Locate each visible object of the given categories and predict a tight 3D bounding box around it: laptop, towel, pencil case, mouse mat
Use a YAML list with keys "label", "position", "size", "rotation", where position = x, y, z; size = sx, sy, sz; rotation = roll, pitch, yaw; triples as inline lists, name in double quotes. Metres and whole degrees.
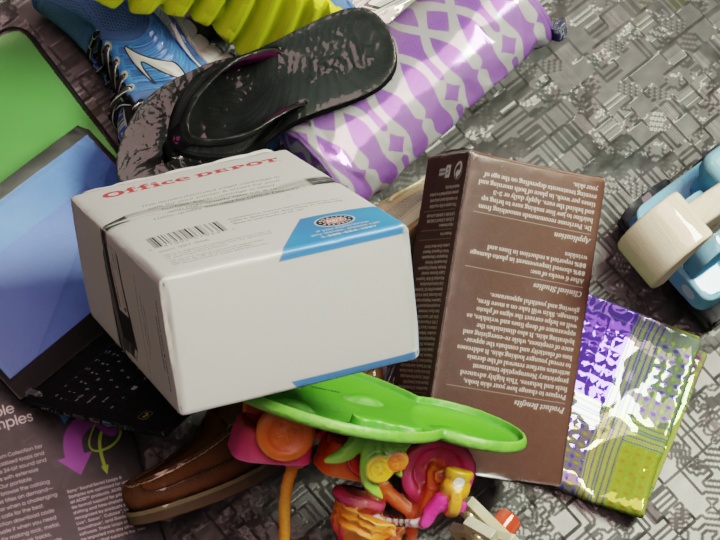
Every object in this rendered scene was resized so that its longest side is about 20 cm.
- label: "laptop"
  position: [-0.151, 0.001, 1.407]
  size: [0.200, 0.103, 0.177]
  rotation: [9, 40, 41]
- label: "towel"
  position: [0.120, 0.068, 1.492]
  size: [0.200, 0.023, 0.144]
  rotation: [25, 67, 2]
- label: "pencil case"
  position: [0.038, -0.125, 1.494]
  size: [0.200, 0.086, 0.084]
  rotation: [-40, 74, -9]
- label: "mouse mat"
  position: [-0.238, -0.055, 1.498]
  size: [0.161, 0.008, 0.200]
  rotation: [-34, 77, -18]

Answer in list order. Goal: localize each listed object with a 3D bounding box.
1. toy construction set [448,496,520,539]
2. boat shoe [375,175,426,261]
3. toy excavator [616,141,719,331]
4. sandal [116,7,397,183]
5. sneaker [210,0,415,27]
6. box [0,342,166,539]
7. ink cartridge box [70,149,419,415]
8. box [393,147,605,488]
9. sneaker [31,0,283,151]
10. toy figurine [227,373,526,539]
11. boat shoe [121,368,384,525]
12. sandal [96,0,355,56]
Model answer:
- label: "toy construction set"
  position: [0.049, 0.243, 1.385]
  size: [0.131, 0.092, 0.200]
  rotation: [38, 80, 7]
- label: "boat shoe"
  position: [0.000, 0.000, 1.482]
  size: [0.200, 0.065, 0.072]
  rotation: [-35, 122, -4]
- label: "toy excavator"
  position: [0.230, -0.036, 1.451]
  size: [0.194, 0.200, 0.100]
  rotation: [-35, 77, -19]
- label: "sandal"
  position: [-0.072, -0.111, 1.430]
  size: [0.200, 0.048, 0.075]
  rotation: [-30, 81, 2]
- label: "sneaker"
  position: [-0.012, -0.181, 1.540]
  size: [0.200, 0.076, 0.088]
  rotation: [-9, 70, -10]
- label: "box"
  position: [-0.201, 0.157, 1.407]
  size: [0.143, 0.036, 0.200]
  rotation: [-14, 73, -15]
- label: "ink cartridge box"
  position: [-0.071, 0.001, 1.294]
  size: [0.144, 0.200, 0.084]
  rotation: [-13, 109, -18]
- label: "box"
  position: [0.085, 0.031, 1.418]
  size: [0.100, 0.075, 0.200]
  rotation: [11, 84, -20]
- label: "sneaker"
  position: [-0.145, -0.131, 1.502]
  size: [0.200, 0.079, 0.089]
  rotation: [37, 66, 7]
- label: "toy figurine"
  position: [-0.020, 0.160, 1.322]
  size: [0.200, 0.150, 0.184]
  rotation: [13, 100, -14]
- label: "boat shoe"
  position: [-0.072, 0.095, 1.411]
  size: [0.200, 0.072, 0.068]
  rotation: [-26, 99, -33]
- label: "sandal"
  position: [-0.086, -0.196, 1.470]
  size: [0.200, 0.079, 0.087]
  rotation: [24, 42, -24]
